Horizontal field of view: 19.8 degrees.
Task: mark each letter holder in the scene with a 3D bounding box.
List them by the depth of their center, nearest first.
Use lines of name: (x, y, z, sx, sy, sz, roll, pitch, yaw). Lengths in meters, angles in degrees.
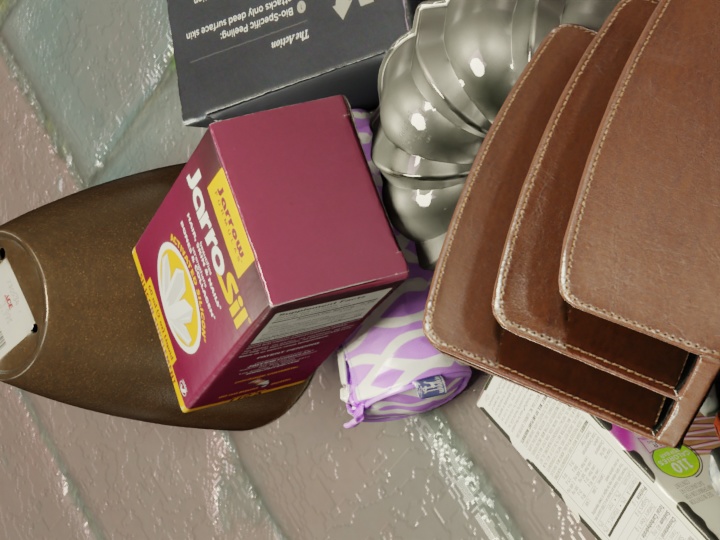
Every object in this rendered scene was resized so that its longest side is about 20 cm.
letter holder: (0.123, -0.045, 0.963, 0.141, 0.201, 0.101, 22, 153, 6)

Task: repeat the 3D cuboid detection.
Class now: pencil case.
pencil case: (0.000, 0.000, 1.268, 0.084, 0.085, 0.201, 109, 144, -67)

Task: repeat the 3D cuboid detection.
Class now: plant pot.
plant pot: (-0.155, 0.020, 1.334, 0.186, 0.199, 0.188, 3, 94, 42)

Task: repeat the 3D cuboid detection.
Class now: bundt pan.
bundt pan: (0.097, -0.061, 1.115, 0.201, 0.076, 0.203, 5, 117, 10)

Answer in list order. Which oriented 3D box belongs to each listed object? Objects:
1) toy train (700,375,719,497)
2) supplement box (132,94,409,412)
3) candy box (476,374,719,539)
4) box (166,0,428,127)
toy train: (0.254, 0.044, 0.994, 0.199, 0.085, 0.115, -21, 76, 4)
supplement box: (-0.057, -0.005, 1.178, 0.111, 0.085, 0.200, 70, 156, 14)
candy box: (0.176, 0.102, 1.072, 0.200, 0.136, 0.061, 48, 132, 29)
box: (-0.018, -0.204, 1.255, 0.196, 0.117, 0.201, -13, 82, 42)
